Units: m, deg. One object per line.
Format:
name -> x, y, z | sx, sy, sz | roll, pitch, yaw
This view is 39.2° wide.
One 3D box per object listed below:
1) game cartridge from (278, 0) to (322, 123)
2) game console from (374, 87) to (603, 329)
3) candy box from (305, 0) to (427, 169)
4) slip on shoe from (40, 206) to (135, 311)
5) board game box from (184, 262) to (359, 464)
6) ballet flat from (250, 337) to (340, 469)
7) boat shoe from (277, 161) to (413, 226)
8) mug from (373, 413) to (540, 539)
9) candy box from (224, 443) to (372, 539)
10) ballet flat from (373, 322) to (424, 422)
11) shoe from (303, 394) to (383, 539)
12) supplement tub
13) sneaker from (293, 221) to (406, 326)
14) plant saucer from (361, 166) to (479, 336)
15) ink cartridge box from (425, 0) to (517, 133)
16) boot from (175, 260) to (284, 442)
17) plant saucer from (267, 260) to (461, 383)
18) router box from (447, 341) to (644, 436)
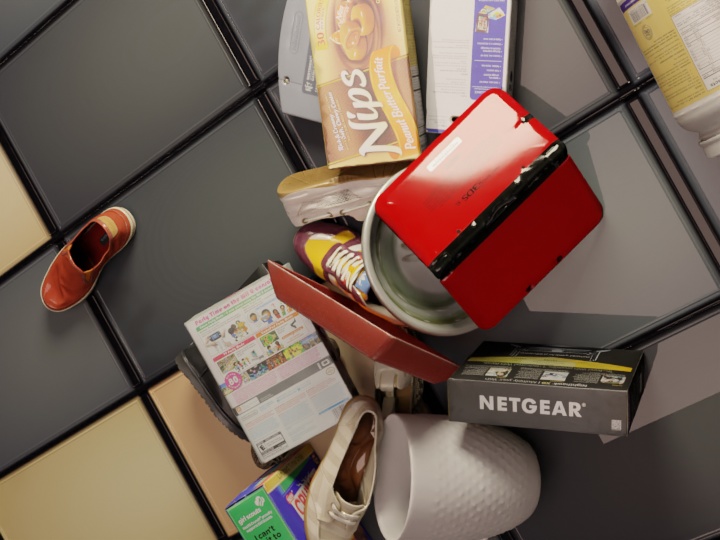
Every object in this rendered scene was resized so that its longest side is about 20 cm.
game cartridge -> -0.033, -0.280, 1.226 | 0.132, 0.040, 0.203 | 16, 107, 15
game console -> 0.146, -0.069, 1.144 | 0.200, 0.119, 0.172 | -44, 66, -1
candy box -> 0.008, -0.225, 1.173 | 0.114, 0.055, 0.203 | -5, 102, 16
slip on shoe -> -0.394, -0.013, 1.420 | 0.200, 0.061, 0.074 | -42, 86, 26
board game box -> -0.106, 0.115, 1.262 | 0.146, 0.064, 0.202 | -28, 94, 8
ballet flat -> -0.084, 0.177, 1.319 | 0.067, 0.046, 0.201 | 28, 103, -20
boat shoe -> 0.000, -0.096, 1.240 | 0.197, 0.071, 0.070 | -9, 120, 17
mug -> 0.113, 0.270, 1.212 | 0.173, 0.148, 0.203 | 4, 117, -16
candy box -> -0.065, 0.345, 1.301 | 0.077, 0.169, 0.201 | -36, 87, 19
ballet flat -> 0.043, 0.165, 1.268 | 0.067, 0.075, 0.203 | 5, 103, 22
shoe -> -0.019, 0.249, 1.203 | 0.069, 0.053, 0.203 | 15, 93, -17
supplement tub -> 0.360, -0.230, 1.012 | 0.144, 0.145, 0.202 | -27, 91, 25
sneaker -> 0.000, 0.000, 1.235 | 0.198, 0.090, 0.076 | 29, 94, 10
plant saucer -> 0.087, -0.023, 1.182 | 0.202, 0.198, 0.050 | 64, 159, -1
ink cartridge box -> 0.128, -0.258, 1.162 | 0.098, 0.039, 0.203 | 7, 103, 21
boot -> -0.130, 0.109, 1.341 | 0.165, 0.066, 0.200 | 46, 107, -1
plant saucer -> 0.003, 0.068, 1.170 | 0.198, 0.199, 0.037 | 30, 90, 33
router box -> 0.214, 0.130, 1.145 | 0.197, 0.157, 0.053 | 2, 102, 23
